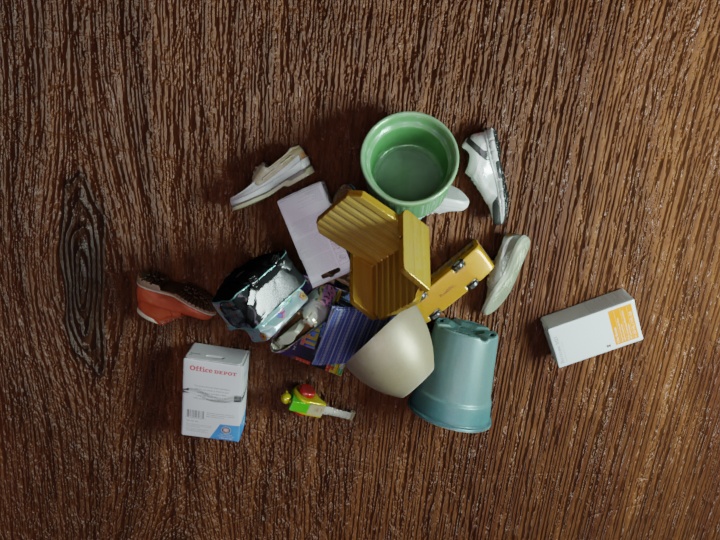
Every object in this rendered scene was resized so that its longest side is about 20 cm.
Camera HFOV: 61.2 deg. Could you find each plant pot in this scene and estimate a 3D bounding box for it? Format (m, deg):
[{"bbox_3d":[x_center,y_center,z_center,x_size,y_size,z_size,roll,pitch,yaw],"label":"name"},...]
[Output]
[{"bbox_3d":[0.217,0.223,1.357,0.193,0.201,0.203,11,101,-2],"label":"plant pot"},{"bbox_3d":[0.081,0.184,1.284,0.200,0.200,0.135,-44,83,14],"label":"plant pot"}]

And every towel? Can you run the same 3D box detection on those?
[{"bbox_3d":[-0.011,0.142,1.360,0.196,0.024,0.149,3,116,-43],"label":"towel"}]

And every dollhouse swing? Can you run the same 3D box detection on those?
[{"bbox_3d":[0.012,-0.024,1.193,0.172,0.188,0.198,16,152,-30],"label":"dollhouse swing"}]

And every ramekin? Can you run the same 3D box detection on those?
[{"bbox_3d":[0.097,-0.204,1.224,0.192,0.098,0.207,-1,70,3],"label":"ramekin"}]

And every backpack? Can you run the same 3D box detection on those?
[{"bbox_3d":[-0.221,0.056,1.308,0.176,0.197,0.156,-47,117,-30],"label":"backpack"}]

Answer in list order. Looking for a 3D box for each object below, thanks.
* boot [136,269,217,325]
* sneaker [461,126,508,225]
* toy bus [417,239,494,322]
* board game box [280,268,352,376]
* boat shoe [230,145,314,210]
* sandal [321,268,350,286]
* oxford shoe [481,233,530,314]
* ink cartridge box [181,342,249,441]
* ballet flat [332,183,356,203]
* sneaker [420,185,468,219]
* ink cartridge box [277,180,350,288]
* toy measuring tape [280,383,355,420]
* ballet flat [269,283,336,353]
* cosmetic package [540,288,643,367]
[{"bbox_3d":[-0.422,0.084,1.394,0.194,0.075,0.110,20,111,4],"label":"boot"},{"bbox_3d":[0.266,-0.194,1.287,0.077,0.074,0.207,-9,103,20],"label":"sneaker"},{"bbox_3d":[0.198,0.024,1.345,0.199,0.079,0.065,-40,104,13],"label":"toy bus"},{"bbox_3d":[-0.085,0.119,1.397,0.160,0.057,0.206,18,107,-5],"label":"board game box"},{"bbox_3d":[-0.197,-0.196,1.297,0.195,0.075,0.070,-27,100,3],"label":"boat shoe"},{"bbox_3d":[-0.001,0.002,1.346,0.205,0.078,0.072,16,114,2],"label":"sandal"},{"bbox_3d":[0.312,0.005,1.350,0.057,0.074,0.205,34,120,31],"label":"oxford shoe"},{"bbox_3d":[-0.343,0.288,1.444,0.139,0.085,0.207,8,109,-1],"label":"ink cartridge box"},{"bbox_3d":[0.005,-0.089,1.318,0.065,0.070,0.202,-38,96,-16],"label":"ballet flat"},{"bbox_3d":[0.133,-0.140,1.308,0.193,0.076,0.091,9,120,6],"label":"sneaker"},{"bbox_3d":[-0.093,-0.079,1.325,0.106,0.050,0.206,-21,99,8],"label":"ink cartridge box"},{"bbox_3d":[-0.105,0.317,1.469,0.195,0.074,0.075,17,109,-28],"label":"toy measuring tape"},{"bbox_3d":[-0.126,0.114,1.332,0.199,0.071,0.069,-43,100,13],"label":"ballet flat"},{"bbox_3d":[0.520,0.130,1.372,0.194,0.072,0.104,-21,106,9],"label":"cosmetic package"}]
